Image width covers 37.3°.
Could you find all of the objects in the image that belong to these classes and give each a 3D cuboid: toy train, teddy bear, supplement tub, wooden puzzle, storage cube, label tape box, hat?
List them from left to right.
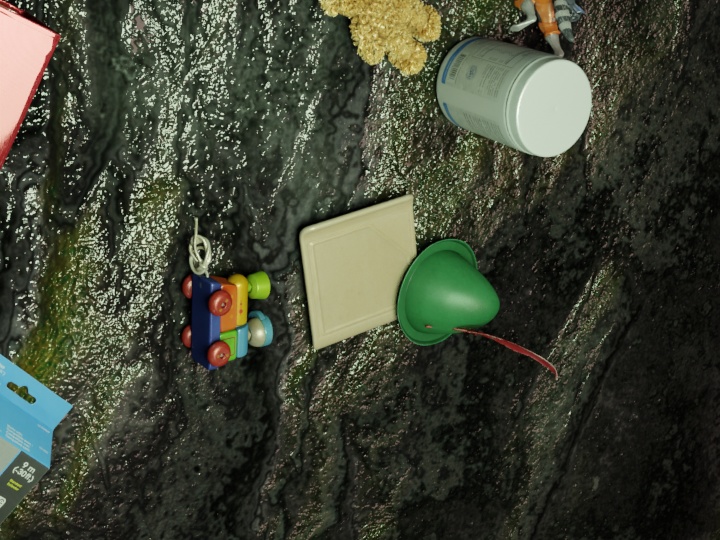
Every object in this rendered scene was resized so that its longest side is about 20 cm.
[{"bbox_3d":[-0.438,-0.210,1.093,0.198,0.171,0.182,24,96,-36],"label":"storage cube"},{"bbox_3d":[-0.464,0.221,1.314,0.201,0.063,0.144,-49,126,-5],"label":"label tape box"},{"bbox_3d":[-0.169,0.021,1.409,0.114,0.084,0.203,-12,115,-38],"label":"toy train"},{"bbox_3d":[0.000,0.000,1.529,0.183,0.037,0.203,-19,122,-25],"label":"wooden puzzle"},{"bbox_3d":[0.033,-0.339,1.390,0.145,0.067,0.201,-46,126,-10],"label":"teddy bear"},{"bbox_3d":[0.180,0.059,1.553,0.198,0.175,0.168,-3,110,-43],"label":"hat"},{"bbox_3d":[0.204,-0.239,1.451,0.130,0.200,0.134,-12,115,-26],"label":"supplement tub"}]

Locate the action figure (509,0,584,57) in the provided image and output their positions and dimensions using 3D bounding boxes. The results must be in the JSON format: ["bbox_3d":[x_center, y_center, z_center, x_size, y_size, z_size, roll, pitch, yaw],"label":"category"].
[{"bbox_3d":[0.277,-0.389,1.486,0.198,0.104,0.197,23,72,-40],"label":"action figure"}]
